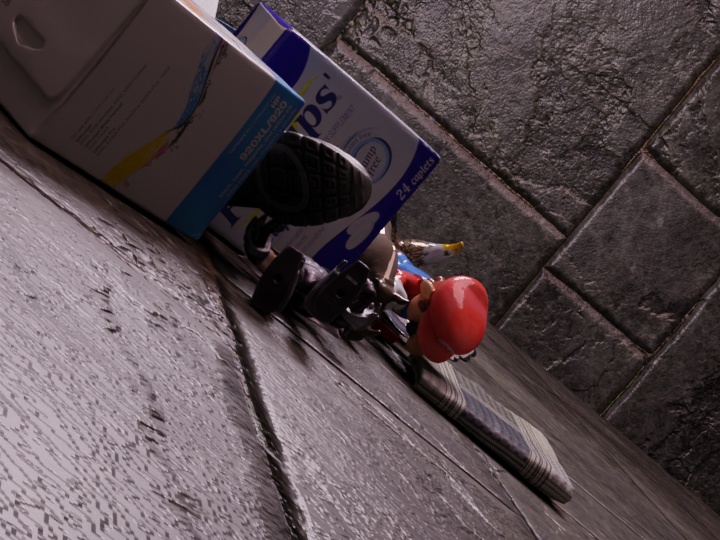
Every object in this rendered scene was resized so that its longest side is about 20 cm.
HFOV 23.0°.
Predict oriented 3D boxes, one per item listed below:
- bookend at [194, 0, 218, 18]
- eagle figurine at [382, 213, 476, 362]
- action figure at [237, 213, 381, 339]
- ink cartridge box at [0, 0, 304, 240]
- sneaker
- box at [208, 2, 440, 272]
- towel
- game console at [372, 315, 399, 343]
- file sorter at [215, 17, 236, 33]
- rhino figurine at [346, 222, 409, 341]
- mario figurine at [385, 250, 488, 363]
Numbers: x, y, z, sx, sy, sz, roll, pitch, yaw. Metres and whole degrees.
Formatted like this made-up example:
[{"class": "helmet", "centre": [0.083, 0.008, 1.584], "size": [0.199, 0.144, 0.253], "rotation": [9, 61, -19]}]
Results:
[{"class": "bookend", "centre": [-0.232, -0.279, 1.838], "size": [0.092, 0.200, 0.200], "rotation": [31, 42, -25]}, {"class": "eagle figurine", "centre": [0.047, 0.009, 1.928], "size": [0.151, 0.150, 0.202], "rotation": [-21, 99, -51]}, {"class": "action figure", "centre": [-0.042, 0.009, 1.441], "size": [0.129, 0.070, 0.200], "rotation": [28, 0, -5]}, {"class": "ink cartridge box", "centre": [-0.175, -0.150, 1.347], "size": [0.147, 0.145, 0.200], "rotation": [44, 6, 37]}, {"class": "sneaker", "centre": [-0.072, -0.081, 1.451], "size": [0.198, 0.077, 0.091], "rotation": [11, 11, 29]}, {"class": "box", "centre": [-0.065, -0.103, 1.600], "size": [0.200, 0.184, 0.105], "rotation": [37, 6, -28]}, {"class": "towel", "centre": [0.121, 0.149, 1.762], "size": [0.192, 0.035, 0.200], "rotation": [37, 6, -6]}, {"class": "game console", "centre": [-0.054, -0.014, 1.850], "size": [0.177, 0.031, 0.200], "rotation": [37, 6, -42]}, {"class": "file sorter", "centre": [-0.131, -0.171, 1.912], "size": [0.138, 0.123, 0.200], "rotation": [33, -4, 15]}, {"class": "rhino figurine", "centre": [0.000, 0.000, 1.662], "size": [0.060, 0.087, 0.201], "rotation": [41, 19, -28]}, {"class": "mario figurine", "centre": [0.046, 0.039, 1.756], "size": [0.122, 0.107, 0.200], "rotation": [-8, 24, -26]}]
